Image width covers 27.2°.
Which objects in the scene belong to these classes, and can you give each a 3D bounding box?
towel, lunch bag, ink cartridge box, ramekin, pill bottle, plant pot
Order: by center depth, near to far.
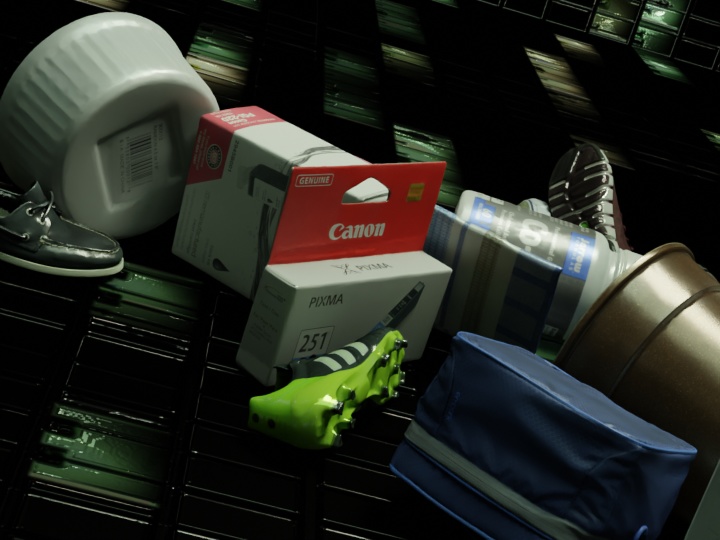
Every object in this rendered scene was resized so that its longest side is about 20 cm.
[{"bbox_3d":[0.130,0.147,1.050,0.200,0.133,0.136,31,9,35],"label":"lunch bag"},{"bbox_3d":[0.276,0.114,1.181,0.198,0.201,0.200,38,27,28],"label":"plant pot"},{"bbox_3d":[0.000,0.000,1.248,0.045,0.177,0.199,33,25,35],"label":"ink cartridge box"},{"bbox_3d":[-0.064,-0.044,1.350,0.199,0.146,0.085,28,25,28],"label":"ink cartridge box"},{"bbox_3d":[0.084,0.003,1.367,0.199,0.147,0.024,27,49,17],"label":"towel"},{"bbox_3d":[-0.224,-0.125,1.368,0.200,0.201,0.098,-3,35,-43],"label":"ramekin"},{"bbox_3d":[0.179,0.002,1.480,0.199,0.114,0.114,18,20,2],"label":"pill bottle"}]

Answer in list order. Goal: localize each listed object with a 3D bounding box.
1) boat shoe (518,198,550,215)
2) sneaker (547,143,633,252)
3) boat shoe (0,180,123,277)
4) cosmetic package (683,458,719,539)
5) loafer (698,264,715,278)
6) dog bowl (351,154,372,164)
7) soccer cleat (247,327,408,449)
[{"bbox_3d":[0.173,-0.032,1.628,0.062,0.072,0.200,11,21,-1],"label":"boat shoe"},{"bbox_3d":[0.266,-0.036,1.644,0.115,0.075,0.201,42,38,-44],"label":"sneaker"},{"bbox_3d":[-0.297,-0.049,1.286,0.198,0.066,0.075,16,20,-4],"label":"boat shoe"},{"bbox_3d":[0.330,0.210,0.996,0.199,0.167,0.167,-3,28,-46],"label":"cosmetic package"},{"bbox_3d":[0.357,0.034,1.614,0.063,0.072,0.200,33,22,21],"label":"loafer"},{"bbox_3d":[-0.045,-0.073,1.550,0.199,0.074,0.200,15,21,-6],"label":"dog bowl"},{"bbox_3d":[-0.021,0.086,1.179,0.081,0.068,0.200,11,18,20],"label":"soccer cleat"}]
